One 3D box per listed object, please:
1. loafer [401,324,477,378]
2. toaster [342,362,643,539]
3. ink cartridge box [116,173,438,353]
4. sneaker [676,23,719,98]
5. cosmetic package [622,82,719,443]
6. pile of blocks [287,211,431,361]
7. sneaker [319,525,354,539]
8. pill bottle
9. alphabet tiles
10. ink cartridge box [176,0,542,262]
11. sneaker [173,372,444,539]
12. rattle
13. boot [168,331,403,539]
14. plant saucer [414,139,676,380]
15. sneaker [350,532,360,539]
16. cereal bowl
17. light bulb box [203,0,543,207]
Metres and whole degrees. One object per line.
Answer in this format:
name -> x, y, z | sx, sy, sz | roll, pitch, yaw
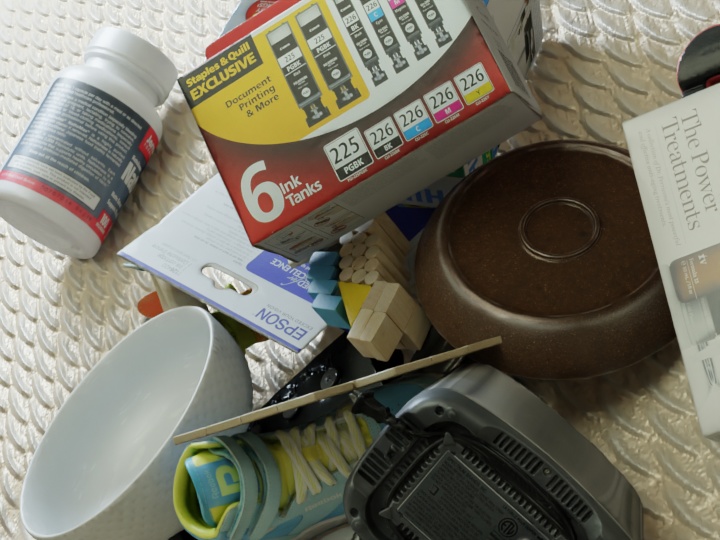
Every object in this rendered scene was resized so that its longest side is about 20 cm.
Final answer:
loafer -> 0.063, 0.094, 1.172 | 0.200, 0.073, 0.071 | -52, 56, 11
toaster -> 0.077, 0.133, 1.005 | 0.114, 0.200, 0.129 | -52, -6, 15
ink cartridge box -> -0.045, -0.024, 1.307 | 0.197, 0.047, 0.200 | 26, 58, 36
sneaker -> 0.258, -0.054, 1.087 | 0.073, 0.087, 0.202 | -17, 71, 28
cosmetic package -> 0.248, -0.017, 1.004 | 0.150, 0.052, 0.201 | -21, 69, 24
pile of blocks -> 0.000, 0.000, 1.203 | 0.082, 0.062, 0.201 | -27, 41, 17
sneaker -> -0.051, 0.262, 1.124 | 0.198, 0.080, 0.130 | -27, 32, 14
pill bottle -> -0.257, -0.124, 1.653 | 0.119, 0.119, 0.201 | 7, 64, 49
alphabet tiles -> -0.015, 0.074, 1.073 | 0.199, 0.166, 0.006 | -21, 85, 44
ink cartridge box -> -0.011, -0.133, 1.156 | 0.199, 0.084, 0.176 | -30, 73, 14
sneaker -> -0.034, 0.124, 1.104 | 0.199, 0.130, 0.080 | -34, 65, 26
rattle -> -0.110, 0.013, 1.421 | 0.143, 0.130, 0.200 | -40, 9, -5
boot -> -0.045, 0.144, 1.244 | 0.199, 0.066, 0.165 | -35, 40, 13
plant saucer -> 0.132, -0.018, 1.137 | 0.199, 0.035, 0.201 | -6, 48, 6
sneaker -> 0.062, 0.234, 1.038 | 0.076, 0.077, 0.201 | -36, 56, 23
cereal bowl -> -0.147, 0.128, 1.244 | 0.200, 0.083, 0.201 | -37, 28, 23
light bulb box -> 0.016, -0.165, 1.309 | 0.197, 0.125, 0.201 | 7, 49, 20
